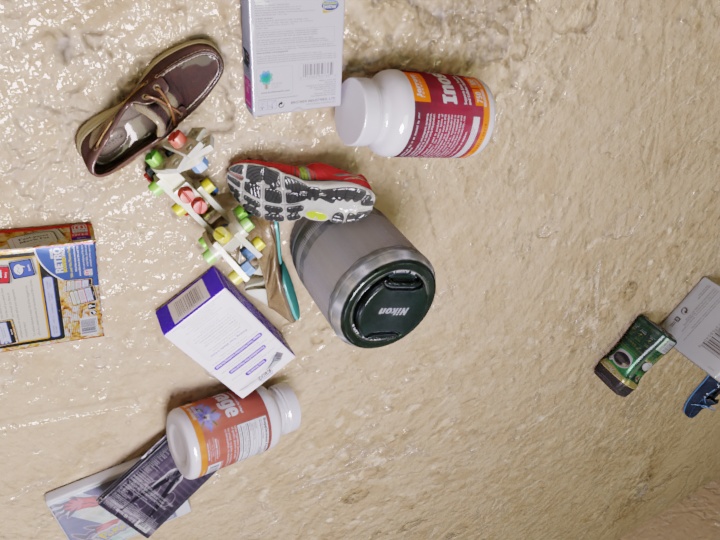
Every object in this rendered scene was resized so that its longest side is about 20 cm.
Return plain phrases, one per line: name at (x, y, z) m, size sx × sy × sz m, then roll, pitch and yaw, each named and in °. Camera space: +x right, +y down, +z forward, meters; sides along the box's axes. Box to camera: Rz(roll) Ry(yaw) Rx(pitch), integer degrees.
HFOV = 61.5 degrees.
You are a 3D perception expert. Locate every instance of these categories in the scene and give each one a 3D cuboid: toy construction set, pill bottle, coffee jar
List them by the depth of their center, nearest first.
toy construction set at (-0.193, -0.084, 0.730) m, size 0.092 × 0.131 × 0.200 m, roll -29°, pitch 134°, yaw -10°
pill bottle at (0.073, -0.209, 0.815) m, size 0.199 × 0.113 × 0.113 m, roll -6°, pitch 126°, yaw -29°
pill bottle at (-0.202, 0.251, 0.987) m, size 0.200 × 0.112 × 0.112 m, roll -12°, pitch 130°, yaw -37°
coffee jar at (0.693, 0.219, 1.536) m, size 0.085 × 0.104 × 0.200 m, roll 23°, pitch 110°, yaw -38°

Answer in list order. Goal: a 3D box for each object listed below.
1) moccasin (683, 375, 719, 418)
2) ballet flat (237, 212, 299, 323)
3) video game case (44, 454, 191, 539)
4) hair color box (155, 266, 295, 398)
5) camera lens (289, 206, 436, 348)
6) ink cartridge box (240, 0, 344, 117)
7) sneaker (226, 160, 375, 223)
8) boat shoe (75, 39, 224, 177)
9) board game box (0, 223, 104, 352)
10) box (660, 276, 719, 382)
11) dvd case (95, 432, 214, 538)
moccasin at (1.138, 0.415, 1.987) m, size 0.080 × 0.068 × 0.201 m, roll -1°, pitch 124°, yaw -31°
ballet flat at (-0.139, -0.001, 0.882) m, size 0.072 × 0.068 × 0.200 m, roll -9°, pitch 130°, yaw -1°
video game case at (-0.407, 0.401, 1.043) m, size 0.199 × 0.023 × 0.183 m, roll -18°, pitch 131°, yaw -19°
hair color box at (-0.198, 0.098, 0.915) m, size 0.109 × 0.065 × 0.200 m, roll -38°, pitch 133°, yaw -3°
camera lens at (0.000, 0.000, 0.867) m, size 0.160 × 0.200 × 0.160 m, roll -17°, pitch 130°, yaw -21°
ink cartridge box at (-0.079, -0.288, 0.712) m, size 0.119 × 0.042 × 0.201 m, roll -14°, pitch 132°, yaw -23°
sneaker at (-0.080, -0.113, 0.822) m, size 0.199 × 0.085 × 0.077 m, roll 10°, pitch 126°, yaw -11°
boat shoe at (-0.229, -0.177, 0.679) m, size 0.200 × 0.072 × 0.072 m, roll -37°, pitch 135°, yaw -2°
board game box at (-0.423, 0.027, 0.731) m, size 0.199 × 0.046 × 0.152 m, roll -8°, pitch 127°, yaw -27°
box at (0.935, 0.165, 1.579) m, size 0.171 × 0.200 × 0.199 m, roll 26°, pitch 107°, yaw -40°
dvd case at (-0.321, 0.343, 1.022) m, size 0.200 × 0.016 × 0.149 m, roll -43°, pitch 137°, yaw -19°
